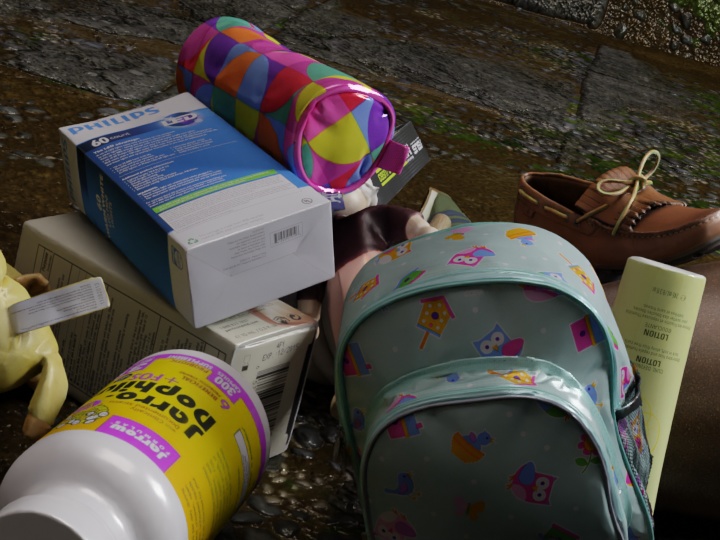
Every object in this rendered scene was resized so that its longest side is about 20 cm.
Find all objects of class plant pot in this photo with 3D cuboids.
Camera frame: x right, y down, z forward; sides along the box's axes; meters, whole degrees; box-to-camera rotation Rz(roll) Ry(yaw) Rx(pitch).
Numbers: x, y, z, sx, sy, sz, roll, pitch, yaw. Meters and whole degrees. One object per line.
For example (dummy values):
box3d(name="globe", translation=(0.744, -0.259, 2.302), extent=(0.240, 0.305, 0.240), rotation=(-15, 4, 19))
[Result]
box3d(name="plant pot", translation=(0.181, 0.083, 1.044), extent=(0.199, 0.188, 0.187), rotation=(1, 21, -2))

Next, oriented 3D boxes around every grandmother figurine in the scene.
box3d(name="grandmother figurine", translation=(0.000, 0.000, 1.003), extent=(0.061, 0.121, 0.201), rotation=(50, 17, -47))

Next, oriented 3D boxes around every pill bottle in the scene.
box3d(name="pill bottle", translation=(-0.125, 0.120, 0.801), extent=(0.104, 0.105, 0.200), rotation=(18, 20, 10))

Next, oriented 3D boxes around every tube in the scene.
box3d(name="tube", translation=(0.168, 0.094, 0.946), extent=(0.058, 0.201, 0.052), rotation=(19, 6, 42))

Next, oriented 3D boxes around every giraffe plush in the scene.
box3d(name="giraffe plush", translation=(-0.255, 0.026, 0.925), extent=(0.199, 0.174, 0.162), rotation=(0, 1, -10))

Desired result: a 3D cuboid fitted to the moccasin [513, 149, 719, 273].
box3d(name="moccasin", translation=(0.186, -0.044, 1.089), extent=(0.073, 0.078, 0.201), rotation=(-16, 15, -26))

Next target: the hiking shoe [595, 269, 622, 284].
box3d(name="hiking shoe", translation=(0.198, 0.017, 1.199), extent=(0.075, 0.101, 0.200), rotation=(1, -20, 8))

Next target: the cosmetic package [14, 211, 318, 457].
box3d(name="cosmetic package", translation=(-0.137, 0.044, 1.002), extent=(0.199, 0.104, 0.087), rotation=(28, 25, 30))

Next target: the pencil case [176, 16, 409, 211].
box3d(name="pencil case", translation=(-0.054, -0.114, 1.039), extent=(0.088, 0.089, 0.200), rotation=(0, 23, -34))

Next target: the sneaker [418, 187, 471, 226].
box3d(name="sneaker", translation=(0.085, -0.013, 1.381), extent=(0.089, 0.067, 0.200), rotation=(23, 20, 0))

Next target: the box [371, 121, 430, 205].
box3d(name="box", translation=(-0.055, -0.049, 1.226), extent=(0.199, 0.048, 0.193), rotation=(-24, 11, 19))

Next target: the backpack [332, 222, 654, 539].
box3d(name="backpack", translation=(0.071, 0.080, 0.849), extent=(0.175, 0.201, 0.153), rotation=(-9, 17, 13))

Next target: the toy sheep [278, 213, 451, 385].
box3d(name="toy sheep", translation=(0.007, 0.027, 1.105), extent=(0.199, 0.139, 0.138), rotation=(-15, 1, 35))

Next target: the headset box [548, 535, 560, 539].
box3d(name="headset box", translation=(0.146, 0.234, 0.702), extent=(0.199, 0.093, 0.174), rotation=(21, 21, 17))

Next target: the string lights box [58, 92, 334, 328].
box3d(name="string lights box", translation=(-0.111, -0.047, 0.987), extent=(0.102, 0.059, 0.200), rotation=(-20, 35, -25))
